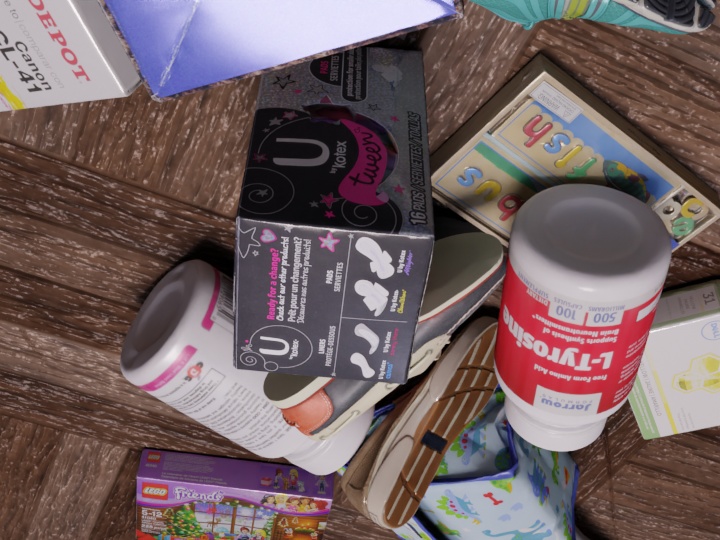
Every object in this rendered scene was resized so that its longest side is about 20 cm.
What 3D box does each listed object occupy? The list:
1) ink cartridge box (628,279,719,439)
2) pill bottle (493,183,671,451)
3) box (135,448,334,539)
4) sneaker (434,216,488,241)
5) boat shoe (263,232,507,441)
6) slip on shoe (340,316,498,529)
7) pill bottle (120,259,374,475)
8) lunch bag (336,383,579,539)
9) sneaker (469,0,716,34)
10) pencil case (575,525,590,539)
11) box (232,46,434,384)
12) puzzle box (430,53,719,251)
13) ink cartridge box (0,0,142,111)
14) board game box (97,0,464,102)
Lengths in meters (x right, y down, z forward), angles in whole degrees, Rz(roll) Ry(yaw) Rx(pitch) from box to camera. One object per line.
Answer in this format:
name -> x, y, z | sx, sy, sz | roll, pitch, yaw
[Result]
ink cartridge box -> 0.324, 0.067, 0.834 | 0.199, 0.048, 0.146 | -15, 130, 19
pill bottle -> 0.160, 0.043, 0.737 | 0.112, 0.113, 0.201 | 0, 133, 1
box -> -0.135, 0.255, 1.025 | 0.199, 0.039, 0.137 | 8, 132, -5
sneaker -> 0.000, 0.000, 0.764 | 0.199, 0.081, 0.086 | 14, 142, -4
boat shoe -> 0.025, 0.049, 0.695 | 0.200, 0.071, 0.063 | -37, 122, 4
slip on shoe -> 0.055, 0.121, 0.831 | 0.060, 0.200, 0.076 | 24, 170, 42
pill bottle -> -0.090, 0.088, 0.819 | 0.200, 0.114, 0.113 | 36, 124, -27
lunch bag -> 0.086, 0.201, 0.920 | 0.199, 0.128, 0.170 | -10, 135, 28
sneaker -> 0.127, -0.187, 0.602 | 0.199, 0.078, 0.080 | 10, 163, -14
pencil case -> 0.201, 0.299, 1.028 | 0.091, 0.083, 0.200 | 7, 149, 50
box -> -0.019, -0.046, 0.634 | 0.114, 0.200, 0.133 | 4, 133, -4
puzzle box -> 0.159, -0.060, 0.736 | 0.200, 0.025, 0.133 | 30, 127, -24
ink cartridge box -> -0.218, -0.167, 0.536 | 0.199, 0.086, 0.148 | 0, 135, 29
board game box -> -0.039, -0.197, 0.495 | 0.159, 0.200, 0.097 | -12, 131, 13
